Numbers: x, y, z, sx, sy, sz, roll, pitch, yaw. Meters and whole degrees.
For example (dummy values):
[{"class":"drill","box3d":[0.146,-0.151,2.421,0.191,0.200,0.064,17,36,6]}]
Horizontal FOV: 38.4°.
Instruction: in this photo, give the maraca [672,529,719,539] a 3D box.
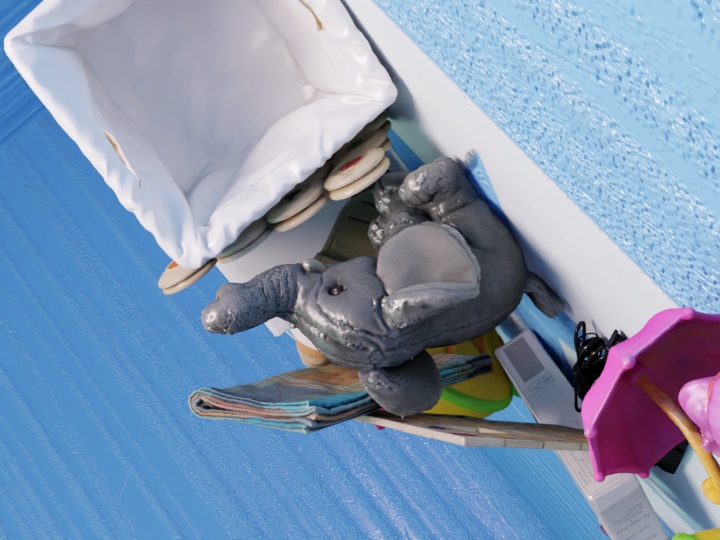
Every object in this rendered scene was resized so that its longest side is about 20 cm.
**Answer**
[{"class":"maraca","box3d":[0.257,0.237,0.608,0.200,0.107,0.137,48,178,29]}]

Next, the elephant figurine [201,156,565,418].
[{"class":"elephant figurine","box3d":[0.021,0.025,0.699,0.153,0.200,0.143,-10,115,36]}]

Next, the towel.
[{"class":"towel","box3d":[-0.013,0.084,0.782,0.145,0.198,0.022,-2,97,46]}]

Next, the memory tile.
[{"class":"memory tile","box3d":[-0.064,-0.056,0.791,0.017,0.198,0.154,56,-164,-18]}]

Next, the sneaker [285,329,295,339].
[{"class":"sneaker","box3d":[-0.077,0.007,1.123,0.201,0.078,0.090,51,172,1]}]

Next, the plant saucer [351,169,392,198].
[{"class":"plant saucer","box3d":[-0.002,-0.027,1.002,0.197,0.030,0.202,23,143,18]}]

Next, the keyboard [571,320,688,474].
[{"class":"keyboard","box3d":[0.187,0.102,0.749,0.104,0.039,0.200,48,174,25]}]

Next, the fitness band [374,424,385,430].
[{"class":"fitness band","box3d":[-0.028,0.066,1.011,0.202,0.037,0.144,58,172,2]}]

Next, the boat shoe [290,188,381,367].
[{"class":"boat shoe","box3d":[0.000,0.000,0.851,0.074,0.200,0.069,28,133,16]}]

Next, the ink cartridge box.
[{"class":"ink cartridge box","box3d":[0.203,0.170,0.898,0.177,0.044,0.201,55,-175,-34]}]

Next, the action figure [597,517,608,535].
[{"class":"action figure","box3d":[0.301,0.297,1.061,0.146,0.136,0.200,8,-163,-7]}]

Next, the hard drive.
[{"class":"hard drive","box3d":[-0.089,-0.063,0.908,0.201,0.132,0.026,50,163,-7]}]

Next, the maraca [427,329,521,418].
[{"class":"maraca","box3d":[0.095,0.089,0.995,0.137,0.108,0.198,45,-158,30]}]

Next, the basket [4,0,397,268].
[{"class":"basket","box3d":[-0.114,-0.144,0.749,0.199,0.199,0.161,51,177,-14]}]

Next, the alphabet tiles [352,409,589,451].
[{"class":"alphabet tiles","box3d":[0.099,0.114,0.737,0.197,0.008,0.166,9,175,-32]}]

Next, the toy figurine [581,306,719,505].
[{"class":"toy figurine","box3d":[0.175,0.100,0.439,0.186,0.149,0.200,59,155,6]}]
